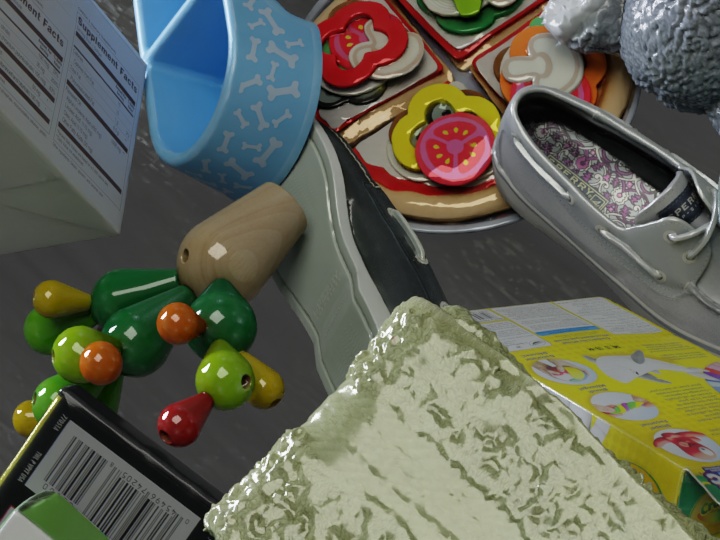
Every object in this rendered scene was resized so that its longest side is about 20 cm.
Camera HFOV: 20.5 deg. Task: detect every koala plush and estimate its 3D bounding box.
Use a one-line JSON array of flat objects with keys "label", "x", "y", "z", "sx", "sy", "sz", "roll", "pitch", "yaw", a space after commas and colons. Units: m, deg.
[{"label": "koala plush", "x": 0.205, "y": -0.163, "z": 1.020, "sx": 0.177, "sy": 0.184, "sz": 0.201, "roll": 32, "pitch": 89, "yaw": 11}]

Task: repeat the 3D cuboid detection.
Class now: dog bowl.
[{"label": "dog bowl", "x": -0.076, "y": -0.132, "z": 1.062, "sx": 0.049, "sy": 0.111, "sz": 0.201, "roll": 13, "pitch": 51, "yaw": -31}]

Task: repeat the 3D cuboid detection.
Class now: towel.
[{"label": "towel", "x": 0.048, "y": 0.118, "z": 0.774, "sx": 0.200, "sy": 0.037, "sz": 0.148, "roll": 41, "pitch": 80, "yaw": 20}]

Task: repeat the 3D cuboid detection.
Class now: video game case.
[{"label": "video game case", "x": -0.098, "y": 0.180, "z": 0.853, "sx": 0.199, "sy": 0.026, "sz": 0.181, "roll": 36, "pitch": 94, "yaw": 4}]

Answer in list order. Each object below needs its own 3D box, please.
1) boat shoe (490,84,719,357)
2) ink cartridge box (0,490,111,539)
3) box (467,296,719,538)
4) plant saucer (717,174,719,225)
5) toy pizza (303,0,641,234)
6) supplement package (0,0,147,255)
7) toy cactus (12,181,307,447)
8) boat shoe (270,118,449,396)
[{"label": "boat shoe", "x": 0.150, "y": -0.024, "z": 0.971, "sx": 0.072, "sy": 0.069, "sz": 0.200, "roll": -42, "pitch": 70, "yaw": -15}, {"label": "ink cartridge box", "x": -0.092, "y": 0.196, "z": 0.809, "sx": 0.200, "sy": 0.059, "sz": 0.104, "roll": 41, "pitch": 95, "yaw": 4}, {"label": "box", "x": 0.129, "y": 0.069, "z": 0.870, "sx": 0.117, "sy": 0.049, "sz": 0.200, "roll": -5, "pitch": 21, "yaw": -35}, {"label": "plant saucer", "x": 0.264, "y": -0.016, "z": 0.927, "sx": 0.198, "sy": 0.036, "sz": 0.201, "roll": 0, "pitch": 58, "yaw": 0}, {"label": "toy pizza", "x": 0.052, "y": -0.110, "z": 1.072, "sx": 0.199, "sy": 0.032, "sz": 0.201, "roll": -5, "pitch": 58, "yaw": 8}, {"label": "supplement package", "x": -0.236, "y": -0.088, "z": 1.020, "sx": 0.199, "sy": 0.156, "sz": 0.112, "roll": -8, "pitch": 58, "yaw": 23}, {"label": "toy cactus", "x": -0.085, "y": 0.027, "z": 0.958, "sx": 0.165, "sy": 0.102, "sz": 0.200, "roll": -44, "pitch": 17, "yaw": -22}, {"label": "boat shoe", "x": 0.000, "y": 0.000, "z": 1.002, "sx": 0.060, "sy": 0.076, "sz": 0.201, "roll": 8, "pitch": 47, "yaw": -31}]
